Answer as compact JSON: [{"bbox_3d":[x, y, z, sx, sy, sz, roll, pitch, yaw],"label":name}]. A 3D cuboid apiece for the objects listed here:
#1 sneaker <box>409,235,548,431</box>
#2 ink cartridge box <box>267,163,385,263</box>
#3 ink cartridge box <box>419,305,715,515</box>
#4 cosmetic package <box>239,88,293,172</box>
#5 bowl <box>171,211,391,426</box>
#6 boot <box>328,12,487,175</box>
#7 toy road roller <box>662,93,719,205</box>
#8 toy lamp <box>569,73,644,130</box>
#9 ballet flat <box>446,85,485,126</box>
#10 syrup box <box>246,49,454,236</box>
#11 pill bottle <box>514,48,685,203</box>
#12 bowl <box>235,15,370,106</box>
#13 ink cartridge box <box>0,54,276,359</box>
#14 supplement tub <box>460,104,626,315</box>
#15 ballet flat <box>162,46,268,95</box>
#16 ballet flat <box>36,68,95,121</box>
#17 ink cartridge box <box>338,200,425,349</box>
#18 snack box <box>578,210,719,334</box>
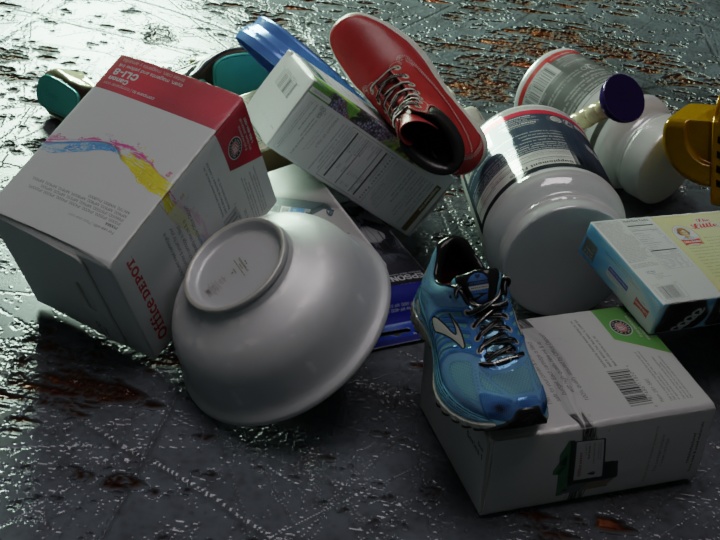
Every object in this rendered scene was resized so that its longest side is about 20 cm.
[{"bbox_3d":[0.087,0.045,1.011,0.078,0.090,0.200,-7,37,-17],"label":"sneaker"},{"bbox_3d":[-0.091,-0.012,1.216,0.175,0.045,0.200,-21,40,-14],"label":"ink cartridge box"},{"bbox_3d":[0.164,0.110,1.082,0.199,0.085,0.146,-6,35,-17],"label":"ink cartridge box"},{"bbox_3d":[-0.136,-0.117,1.358,0.199,0.071,0.105,-24,46,-27],"label":"cosmetic package"},{"bbox_3d":[-0.082,0.020,1.082,0.200,0.090,0.202,-18,44,19],"label":"bowl"},{"bbox_3d":[0.034,-0.170,1.236,0.200,0.072,0.144,47,16,7],"label":"boot"},{"bbox_3d":[0.392,-0.102,1.355,0.145,0.201,0.123,10,24,31],"label":"toy road roller"},{"bbox_3d":[0.224,-0.156,1.409,0.058,0.200,0.059,6,74,-23],"label":"toy lamp"},{"bbox_3d":[0.105,-0.170,1.514,0.071,0.072,0.200,-15,40,-30],"label":"ballet flat"},{"bbox_3d":[-0.009,-0.122,1.285,0.200,0.082,0.079,30,16,-35],"label":"syrup box"},{"bbox_3d":[0.279,-0.164,1.492,0.113,0.114,0.200,-18,41,-32],"label":"pill bottle"},{"bbox_3d":[-0.049,-0.200,1.422,0.200,0.039,0.201,41,1,0],"label":"bowl"},{"bbox_3d":[-0.196,-0.057,1.155,0.144,0.146,0.200,22,60,24],"label":"ink cartridge box"},{"bbox_3d":[0.181,-0.062,1.295,0.139,0.141,0.200,1,34,-8],"label":"supplement tub"},{"bbox_3d":[-0.192,-0.223,1.538,0.073,0.073,0.200,27,41,28],"label":"ballet flat"},{"bbox_3d":[-0.290,-0.174,1.454,0.069,0.070,0.200,-17,39,-31],"label":"ballet flat"},{"bbox_3d":[0.000,0.000,1.263,0.099,0.039,0.200,-10,37,-25],"label":"ink cartridge box"},{"bbox_3d":[0.309,-0.003,1.180,0.199,0.037,0.116,-6,42,-28],"label":"snack box"}]
